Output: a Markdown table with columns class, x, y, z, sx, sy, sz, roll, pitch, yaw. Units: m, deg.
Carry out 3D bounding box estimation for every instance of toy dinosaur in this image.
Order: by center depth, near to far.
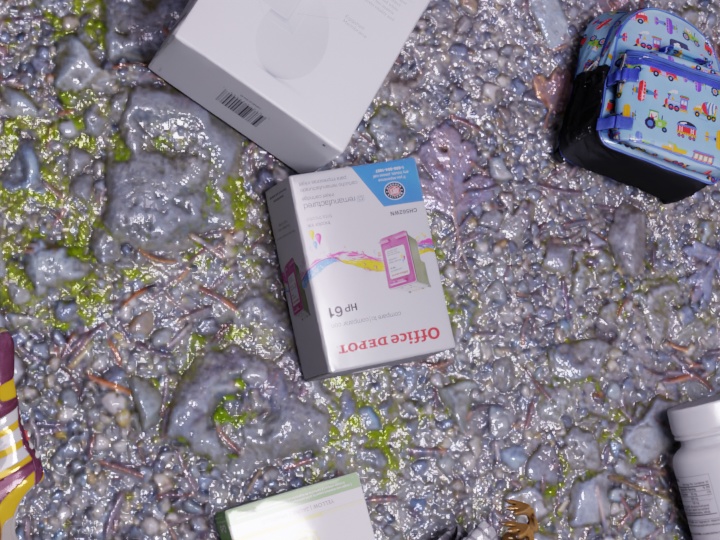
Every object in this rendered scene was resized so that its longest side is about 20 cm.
| class | x | y | z | sx | sy | sz | roll | pitch | yaw |
| --- | --- | --- | --- | --- | --- | --- | --- | --- | --- |
| toy dinosaur | 0.155 | 0.280 | 1.455 | 0.198 | 0.060 | 0.107 | -4 | 116 | -22 |

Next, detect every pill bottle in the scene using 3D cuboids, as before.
| class | x | y | z | sx | sy | sz | roll | pitch | yaw |
| --- | --- | --- | --- | --- | --- | --- | --- | --- | --- |
| pill bottle | 0.401 | 0.236 | 1.622 | 0.113 | 0.113 | 0.202 | -13 | 86 | -23 |

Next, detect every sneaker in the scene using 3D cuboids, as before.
| class | x | y | z | sx | sy | sz | roll | pitch | yaw |
| --- | --- | --- | --- | --- | --- | --- | --- | --- | --- |
| sneaker | -0.329 | 0.155 | 1.376 | 0.090 | 0.075 | 0.202 | 15 | 82 | -27 |

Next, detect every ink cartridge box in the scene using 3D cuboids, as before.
| class | x | y | z | sx | sy | sz | roll | pitch | yaw |
| --- | --- | --- | --- | --- | --- | --- | --- | --- | --- |
| ink cartridge box | -0.047 | 0.313 | 1.469 | 0.144 | 0.048 | 0.202 | -13 | 83 | -23 |
| ink cartridge box | 0.000 | 0.000 | 1.520 | 0.143 | 0.085 | 0.202 | -10 | 86 | -23 |

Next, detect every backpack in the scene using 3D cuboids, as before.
| class | x | y | z | sx | sy | sz | roll | pitch | yaw |
| --- | --- | --- | --- | --- | --- | --- | --- | --- | --- |
| backpack | 0.324 | -0.197 | 1.656 | 0.181 | 0.134 | 0.202 | 20 | 72 | -18 |

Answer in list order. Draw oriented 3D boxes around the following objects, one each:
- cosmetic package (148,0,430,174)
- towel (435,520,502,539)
| class | x | y | z | sx | sy | sz | roll | pitch | yaw |
| --- | --- | --- | --- | --- | --- | --- | --- | --- | --- |
| cosmetic package | -0.070 | -0.239 | 1.512 | 0.199 | 0.123 | 0.201 | 34 | 72 | -13 |
| towel | 0.116 | 0.368 | 1.499 | 0.200 | 0.085 | 0.166 | 46 | 70 | -16 |
